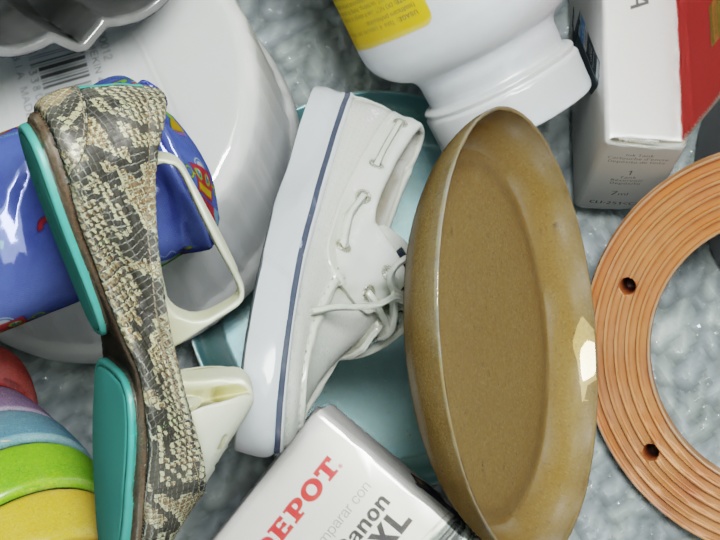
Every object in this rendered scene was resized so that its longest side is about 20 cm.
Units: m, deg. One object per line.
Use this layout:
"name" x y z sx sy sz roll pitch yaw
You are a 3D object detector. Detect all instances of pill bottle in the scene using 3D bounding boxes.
"pill bottle" 0.032 -0.161 0.870 0.111 0.112 0.202 -29 102 -12

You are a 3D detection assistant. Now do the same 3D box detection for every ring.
"ring" 0.203 0.039 0.880 0.198 0.019 0.203 4 101 21

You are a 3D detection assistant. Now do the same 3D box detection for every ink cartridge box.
"ink cartridge box" 0.013 0.177 0.827 0.199 0.084 0.145 39 89 4
"ink cartridge box" 0.136 -0.153 0.886 0.044 0.176 0.202 2 72 -4

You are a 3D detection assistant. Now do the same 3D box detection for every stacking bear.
"stacking bear" -0.147 0.133 0.778 0.113 0.122 0.200 -28 53 -18

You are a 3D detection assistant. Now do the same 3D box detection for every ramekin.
"ramekin" -0.130 -0.066 0.864 0.198 0.098 0.203 -1 73 4

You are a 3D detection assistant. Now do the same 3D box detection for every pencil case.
"pencil case" -0.159 -0.016 0.758 0.198 0.078 0.088 -21 89 -4

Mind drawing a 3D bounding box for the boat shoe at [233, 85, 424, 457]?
"boat shoe" 0.000 0.003 0.817 0.085 0.075 0.203 12 45 2

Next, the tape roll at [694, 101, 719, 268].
"tape roll" 0.275 -0.052 0.938 0.198 0.066 0.203 1 76 -5

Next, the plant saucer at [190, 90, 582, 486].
"plant saucer" 0.011 0.010 0.913 0.198 0.027 0.203 2 75 -6

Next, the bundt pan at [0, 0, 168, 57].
"bundt pan" -0.152 -0.195 0.773 0.200 0.076 0.204 -9 107 -30

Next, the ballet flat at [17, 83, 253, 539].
"ballet flat" -0.078 0.025 0.713 0.075 0.068 0.202 -14 107 -18

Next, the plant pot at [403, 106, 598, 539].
"plant pot" 0.062 0.029 0.818 0.027 0.200 0.203 -6 74 24
